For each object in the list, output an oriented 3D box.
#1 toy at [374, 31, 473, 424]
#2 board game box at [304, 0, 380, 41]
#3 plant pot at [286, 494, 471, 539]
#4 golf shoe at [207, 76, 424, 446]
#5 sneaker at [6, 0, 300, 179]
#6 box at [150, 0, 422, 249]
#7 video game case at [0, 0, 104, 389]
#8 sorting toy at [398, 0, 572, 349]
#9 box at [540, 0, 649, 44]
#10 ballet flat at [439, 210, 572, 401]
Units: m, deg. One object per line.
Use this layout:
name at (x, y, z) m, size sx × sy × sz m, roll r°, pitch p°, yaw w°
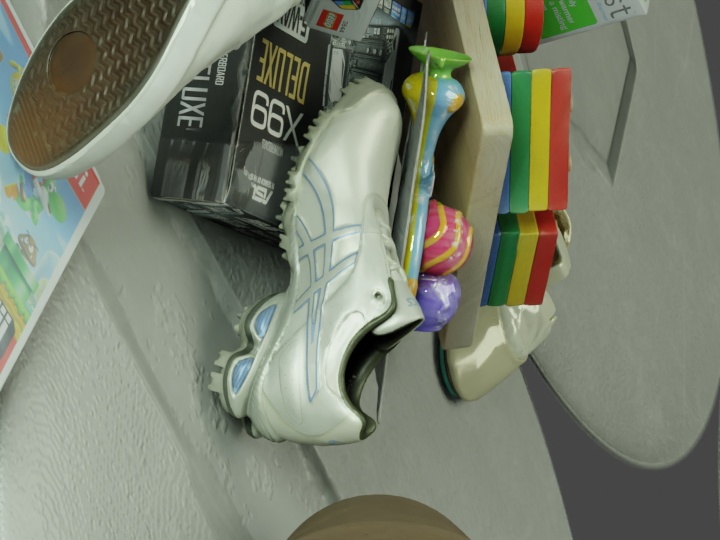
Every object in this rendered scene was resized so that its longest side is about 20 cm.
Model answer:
toy at (0.039, -0.024, 1.601) m, size 0.115 × 0.047 × 0.201 m, roll -88°, pitch -177°, yaw -77°
board game box at (0.007, -0.232, 1.500) m, size 0.201 × 0.034 × 0.127 m, roll -90°, pitch -160°, yaw -44°
plant pot at (0.012, 0.198, 1.441) m, size 0.175 × 0.199 × 0.201 m, roll -91°, pitch 161°, yaw -72°
golf shoe at (0.000, 0.000, 1.522) m, size 0.078 × 0.097 × 0.201 m, roll 33°, pitch 73°, yaw -61°
sneaker at (-0.076, -0.112, 1.325) m, size 0.073 × 0.200 × 0.085 m, roll 51°, pitch 14°, yaw 32°
box at (-0.037, -0.096, 1.582) m, size 0.200 × 0.049 × 0.159 m, roll 24°, pitch 74°, yaw -64°
video game case at (-0.178, -0.040, 1.307) m, size 0.200 × 0.017 × 0.144 m, roll -70°, pitch 140°, yaw -55°
sorting toy at (0.075, -0.093, 1.715) m, size 0.199 × 0.069 × 0.201 m, roll 98°, pitch -15°, yaw -50°
box at (0.070, -0.240, 1.816) m, size 0.097 × 0.175 × 0.200 m, roll -79°, pitch 148°, yaw -47°
ballet flat at (0.102, 0.014, 1.892) m, size 0.200 × 0.069 × 0.070 m, roll -67°, pitch 138°, yaw -55°
